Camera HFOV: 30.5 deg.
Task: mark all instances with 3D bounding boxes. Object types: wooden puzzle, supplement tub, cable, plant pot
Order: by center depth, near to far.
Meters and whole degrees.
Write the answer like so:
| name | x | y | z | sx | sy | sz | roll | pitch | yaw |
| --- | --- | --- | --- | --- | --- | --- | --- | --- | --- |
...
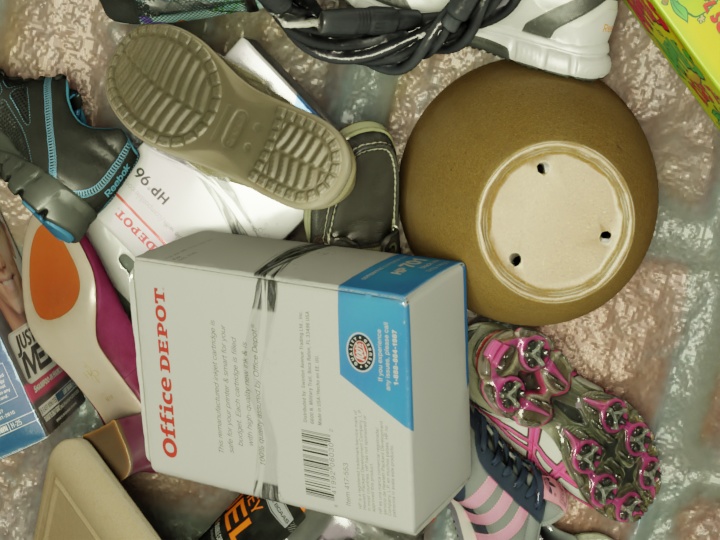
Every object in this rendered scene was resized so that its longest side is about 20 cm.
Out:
| name | x | y | z | sx | sy | sz | roll | pitch | yaw |
| --- | --- | --- | --- | --- | --- | --- | --- | --- | --- |
| cable | 0.034 | -0.181 | 0.780 | 0.197 | 0.163 | 0.051 | -18 | 54 | 14 |
| plant pot | 0.113 | -0.042 | 0.847 | 0.183 | 0.200 | 0.190 | 0 | 98 | 3 |
| wooden puzzle | -0.170 | 0.242 | 0.911 | 0.185 | 0.037 | 0.202 | 46 | 130 | 28 |
| supplement tub | -0.040 | 0.198 | 0.926 | 0.122 | 0.123 | 0.200 | 43 | 97 | -4 |

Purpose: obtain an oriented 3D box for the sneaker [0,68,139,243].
| name | x | y | z | sx | sy | sz | roll | pitch | yaw |
| --- | --- | --- | --- | --- | --- | --- | --- | --- | --- |
| sneaker | -0.232 | -0.102 | 0.901 | 0.199 | 0.073 | 0.082 | 40 | 80 | 22 |

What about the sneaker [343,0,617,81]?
| name | x | y | z | sx | sy | sz | roll | pitch | yaw |
| --- | --- | --- | --- | --- | --- | --- | --- | --- | --- |
| sneaker | 0.077 | -0.189 | 0.876 | 0.197 | 0.074 | 0.081 | 15 | 111 | 9 |

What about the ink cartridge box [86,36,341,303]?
| name | x | y | z | sx | sy | sz | roll | pitch | yaw |
| --- | --- | --- | --- | --- | --- | --- | --- | --- | --- |
| ink cartridge box | -0.106 | -0.049 | 0.920 | 0.116 | 0.068 | 0.200 | 44 | 98 | -4 |

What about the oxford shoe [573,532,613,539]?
| name | x | y | z | sx | sy | sz | roll | pitch | yaw |
| --- | --- | --- | --- | --- | --- | --- | --- | --- | --- |
| oxford shoe | 0.121 | 0.274 | 0.967 | 0.200 | 0.075 | 0.058 | -49 | 136 | 0 |

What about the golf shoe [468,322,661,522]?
| name | x | y | z | sx | sy | sz | roll | pitch | yaw |
| --- | --- | --- | --- | --- | --- | --- | --- | --- | --- |
| golf shoe | 0.137 | 0.102 | 0.935 | 0.200 | 0.092 | 0.073 | 45 | 76 | -24 |

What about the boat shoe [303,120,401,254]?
| name | x | y | z | sx | sy | sz | roll | pitch | yaw |
| --- | --- | --- | --- | --- | --- | --- | --- | --- | --- |
| boat shoe | -0.001 | 0.001 | 0.891 | 0.071 | 0.066 | 0.203 | -7 | 126 | -27 |

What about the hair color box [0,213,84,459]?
| name | x | y | z | sx | sy | sz | roll | pitch | yaw |
| --- | --- | --- | --- | --- | --- | --- | --- | --- | --- |
| hair color box | -0.269 | 0.024 | 0.920 | 0.060 | 0.100 | 0.202 | -23 | 97 | 6 |

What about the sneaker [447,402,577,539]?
| name | x | y | z | sx | sy | sz | roll | pitch | yaw |
| --- | --- | --- | --- | --- | --- | --- | --- | --- | --- |
| sneaker | 0.097 | 0.140 | 0.903 | 0.081 | 0.071 | 0.201 | -8 | 134 | 16 |

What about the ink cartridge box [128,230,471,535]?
| name | x | y | z | sx | sy | sz | roll | pitch | yaw |
| --- | --- | --- | --- | --- | --- | --- | --- | --- | --- |
| ink cartridge box | -0.037 | 0.062 | 0.822 | 0.197 | 0.086 | 0.149 | 9 | 111 | 31 |

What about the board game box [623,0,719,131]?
| name | x | y | z | sx | sy | sz | roll | pitch | yaw |
| --- | --- | --- | --- | --- | --- | --- | --- | --- | --- |
| board game box | 0.240 | -0.141 | 0.876 | 0.047 | 0.102 | 0.201 | -38 | 95 | 8 |

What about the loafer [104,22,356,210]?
| name | x | y | z | sx | sy | sz | roll | pitch | yaw |
| --- | --- | --- | --- | --- | --- | --- | --- | --- | --- |
| loafer | -0.082 | -0.090 | 0.840 | 0.199 | 0.068 | 0.076 | 34 | 90 | 25 |

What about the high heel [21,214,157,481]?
| name | x | y | z | sx | sy | sz | roll | pitch | yaw |
| --- | --- | --- | --- | --- | --- | --- | --- | --- | --- |
| high heel | -0.178 | 0.049 | 0.944 | 0.067 | 0.096 | 0.203 | -16 | 88 | 24 |

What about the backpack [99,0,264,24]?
| name | x | y | z | sx | sy | sz | roll | pitch | yaw |
| --- | --- | --- | --- | --- | --- | --- | --- | --- | --- |
| backpack | -0.079 | -0.259 | 0.840 | 0.196 | 0.151 | 0.180 | -4 | 64 | -5 |
